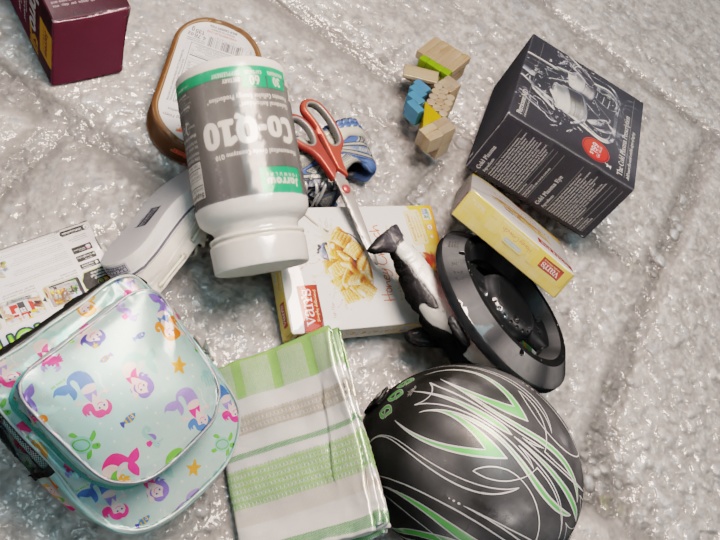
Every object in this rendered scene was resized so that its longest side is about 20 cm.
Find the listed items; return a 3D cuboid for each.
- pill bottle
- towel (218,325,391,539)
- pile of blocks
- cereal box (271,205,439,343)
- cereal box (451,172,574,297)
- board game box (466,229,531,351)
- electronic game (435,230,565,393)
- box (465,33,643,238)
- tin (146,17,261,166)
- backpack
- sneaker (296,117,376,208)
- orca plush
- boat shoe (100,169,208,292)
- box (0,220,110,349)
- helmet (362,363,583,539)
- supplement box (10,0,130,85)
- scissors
[{"bbox_3d":[-0.114,-0.099,0.808,0.113,0.113,0.200,-9,85,-26],"label":"pill bottle"},{"bbox_3d":[-0.065,0.165,0.761,0.149,0.031,0.200,-21,66,12],"label":"towel"},{"bbox_3d":[0.086,-0.216,1.050,0.082,0.062,0.200,16,52,-1],"label":"pile of blocks"},{"bbox_3d":[0.000,0.000,0.904,0.200,0.040,0.144,-4,70,-25],"label":"cereal box"},{"bbox_3d":[0.174,-0.048,0.941,0.144,0.040,0.200,39,14,-2],"label":"cereal box"},{"bbox_3d":[0.161,0.056,0.944,0.105,0.023,0.200,30,53,-35],"label":"board game box"},{"bbox_3d":[0.152,0.041,0.870,0.200,0.042,0.200,36,31,-27],"label":"electronic game"},{"bbox_3d":[0.256,-0.177,1.051,0.182,0.104,0.200,29,47,-6],"label":"box"},{"bbox_3d":[-0.180,-0.212,0.947,0.112,0.042,0.200,15,61,-11],"label":"tin"},{"bbox_3d":[-0.204,0.120,0.701,0.177,0.150,0.200,-40,104,-31],"label":"backpack"},{"bbox_3d":[-0.059,-0.107,0.924,0.200,0.077,0.085,-29,83,-31],"label":"sneaker"},{"bbox_3d":[0.069,0.052,0.847,0.200,0.071,0.105,47,15,-15],"label":"orca plush"},{"bbox_3d":[-0.188,-0.043,0.843,0.066,0.072,0.200,62,31,-29],"label":"boat shoe"},{"bbox_3d":[-0.329,0.036,0.762,0.200,0.035,0.110,-23,76,-30],"label":"box"},{"bbox_3d":[0.109,0.186,0.769,0.200,0.191,0.200,4,84,-39],"label":"helmet"},{"bbox_3d":[-0.335,-0.321,0.891,0.086,0.110,0.200,-22,75,-29],"label":"supplement box"},{"bbox_3d":[-0.017,-0.102,0.900,0.073,0.014,0.200,-34,88,-43],"label":"scissors"}]
